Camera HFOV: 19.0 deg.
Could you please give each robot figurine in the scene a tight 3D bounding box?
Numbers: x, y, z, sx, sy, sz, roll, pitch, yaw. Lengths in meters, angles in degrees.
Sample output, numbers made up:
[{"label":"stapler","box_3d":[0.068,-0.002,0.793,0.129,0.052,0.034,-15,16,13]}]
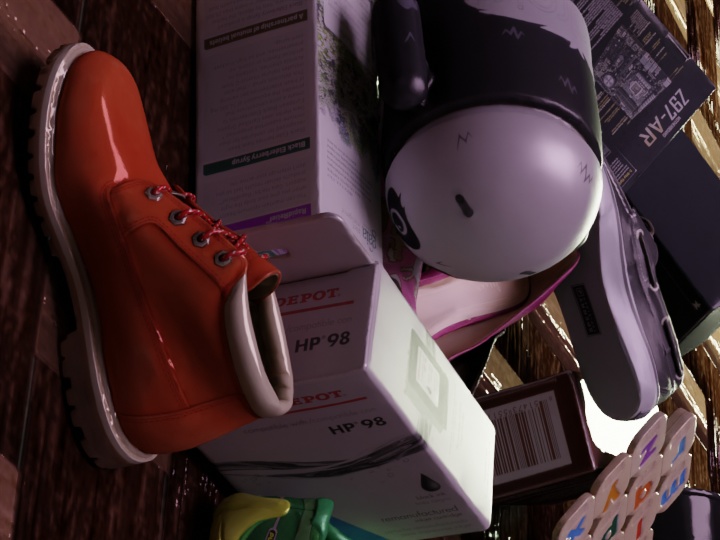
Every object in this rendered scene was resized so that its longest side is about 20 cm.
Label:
[{"label":"robot figurine","box_3d":[0.070,-0.086,1.206,0.125,0.150,0.200,109,-15,-49]}]

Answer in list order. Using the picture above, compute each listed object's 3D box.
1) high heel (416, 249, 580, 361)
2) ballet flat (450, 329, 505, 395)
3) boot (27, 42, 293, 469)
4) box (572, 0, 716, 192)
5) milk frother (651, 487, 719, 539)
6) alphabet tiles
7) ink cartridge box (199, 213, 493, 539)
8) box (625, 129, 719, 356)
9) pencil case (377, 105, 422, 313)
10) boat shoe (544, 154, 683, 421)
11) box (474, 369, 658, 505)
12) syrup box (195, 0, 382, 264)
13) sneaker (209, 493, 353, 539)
[{"label":"high heel","box_3d":[0.058,0.027,1.319,0.200,0.096,0.067,-20,88,-56]},{"label":"ballet flat","box_3d":[0.060,0.063,1.402,0.200,0.046,0.067,-59,132,-60]},{"label":"boot","box_3d":[-0.089,-0.016,1.000,0.075,0.107,0.200,-8,85,-67]},{"label":"box","box_3d":[0.119,-0.100,1.414,0.160,0.200,0.044,42,-2,-34]},{"label":"milk frother","box_3d":[0.280,0.274,1.635,0.181,0.200,0.188,47,37,-59]},{"label":"alphabet tiles","box_3d":[0.163,0.183,1.457,0.200,0.015,0.196,-45,152,-26]},{"label":"ink cartridge box","box_3d":[-0.022,0.063,1.088,0.200,0.116,0.067,54,33,-45]},{"label":"box","box_3d":[0.192,-0.039,1.546,0.200,0.079,0.141,55,-25,12]},{"label":"pencil case","box_3d":[0.000,0.000,1.240,0.087,0.083,0.200,57,30,-42]},{"label":"boat shoe","box_3d":[0.166,-0.004,1.396,0.066,0.070,0.200,-22,96,-37]},{"label":"box","box_3d":[0.140,0.119,1.493,0.200,0.100,0.075,18,57,-66]},{"label":"syrup box","box_3d":[-0.040,-0.089,1.187,0.079,0.081,0.200,39,44,-55]},{"label":"sneaker","box_3d":[-0.011,0.193,1.112,0.074,0.084,0.200,-77,148,-47]}]
